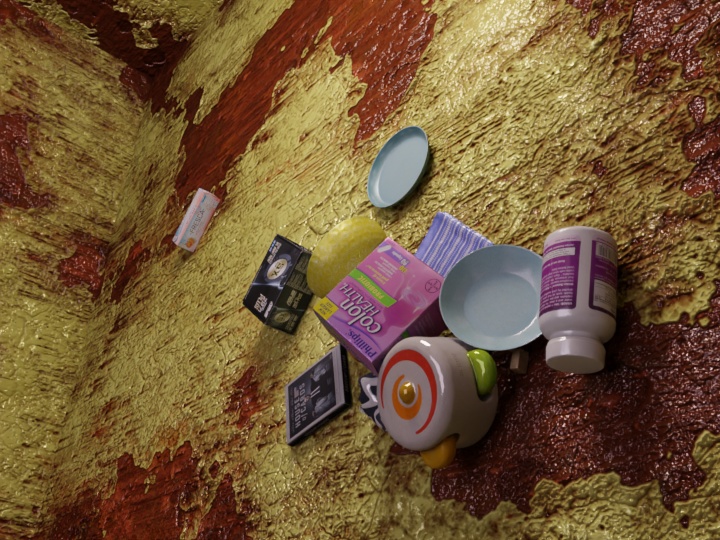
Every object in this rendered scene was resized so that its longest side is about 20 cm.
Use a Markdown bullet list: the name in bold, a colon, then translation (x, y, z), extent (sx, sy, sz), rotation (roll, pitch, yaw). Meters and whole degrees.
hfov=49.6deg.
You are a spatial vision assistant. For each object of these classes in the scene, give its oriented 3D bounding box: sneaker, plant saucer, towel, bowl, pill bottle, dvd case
- **sneaker**: translation (0.052, 0.194, 1.469), extent (0.129, 0.079, 0.201), rotation (13, 89, 48)
- **plant saucer**: translation (0.233, 0.050, 1.297), extent (0.200, 0.039, 0.202), rotation (-8, 57, 13)
- **towel**: translation (0.170, -0.024, 1.502), extent (0.145, 0.024, 0.200), rotation (-60, 33, 8)
- **plant saucer**: translation (0.089, -0.229, 1.752), extent (0.200, 0.027, 0.201), rotation (-32, 45, 39)
- **bowl**: translation (0.000, 0.000, 1.597), extent (0.108, 0.200, 0.201), rotation (39, 102, 35)
- **pill bottle**: translation (0.323, 0.046, 1.159), extent (0.112, 0.112, 0.201), rotation (-18, 54, 48)
- **dvd case**: translation (-0.095, 0.269, 1.676), extent (0.200, 0.025, 0.151), rotation (-40, 39, 32)

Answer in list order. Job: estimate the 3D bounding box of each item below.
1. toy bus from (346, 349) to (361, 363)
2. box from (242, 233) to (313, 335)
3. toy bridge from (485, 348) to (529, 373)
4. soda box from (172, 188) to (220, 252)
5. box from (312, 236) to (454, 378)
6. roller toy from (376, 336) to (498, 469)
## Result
- **toy bus**: translation (0.043, 0.089, 1.554), extent (0.201, 0.078, 0.065), rotation (-57, 33, 10)
- **box**: translation (-0.187, 0.032, 1.908), extent (0.164, 0.086, 0.201), rotation (32, 95, 57)
- **toy bridge**: translation (0.204, 0.147, 1.336), extent (0.199, 0.027, 0.068), rotation (-13, 56, 51)
- **soda box**: translation (-0.540, -0.166, 2.559), extent (0.201, 0.063, 0.068), rotation (-61, 33, 3)
- **box**: translation (0.049, 0.071, 1.404), extent (0.200, 0.097, 0.176), rotation (-43, 52, -10)
- **roller toy**: translation (0.119, 0.204, 1.280), extent (0.182, 0.139, 0.201), rotation (29, 108, 50)
